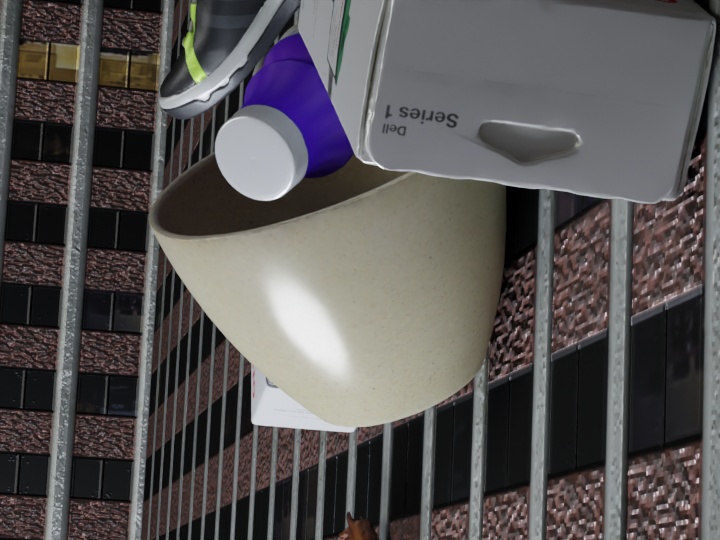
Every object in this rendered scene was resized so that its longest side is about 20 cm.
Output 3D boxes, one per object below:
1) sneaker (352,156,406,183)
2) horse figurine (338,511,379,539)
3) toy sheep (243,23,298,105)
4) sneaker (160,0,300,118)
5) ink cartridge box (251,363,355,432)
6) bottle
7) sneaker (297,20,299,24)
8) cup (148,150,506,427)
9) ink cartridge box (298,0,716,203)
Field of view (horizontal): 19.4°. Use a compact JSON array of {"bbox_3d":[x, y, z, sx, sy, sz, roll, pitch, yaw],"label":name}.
[{"bbox_3d":[0.047,-0.109,1.259,0.082,0.076,0.202,-45,-32,-64],"label":"sneaker"},{"bbox_3d":[-0.006,0.241,1.353,0.200,0.050,0.134,-122,54,-85],"label":"horse figurine"},{"bbox_3d":[-0.010,-0.104,1.343,0.201,0.137,0.138,-54,-8,-33],"label":"toy sheep"},{"bbox_3d":[-0.072,-0.183,1.266,0.200,0.083,0.072,-49,12,24],"label":"sneaker"},{"bbox_3d":[-0.023,0.009,1.473,0.200,0.083,0.146,114,158,-61],"label":"ink cartridge box"},{"bbox_3d":[-0.009,-0.100,1.121,0.200,0.083,0.066,-47,-48,-51],"label":"bottle"},{"bbox_3d":[0.000,-0.147,1.525,0.082,0.072,0.201,-31,30,26],"label":"sneaker"},{"bbox_3d":[0.000,0.000,1.163,0.200,0.199,0.144,-120,10,-71],"label":"cup"},{"bbox_3d":[0.059,-0.108,0.940,0.200,0.145,0.085,-114,32,-67],"label":"ink cartridge box"}]
